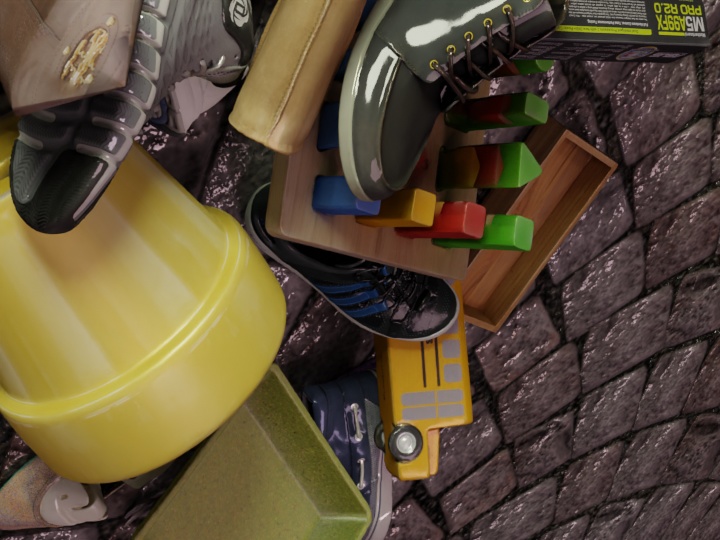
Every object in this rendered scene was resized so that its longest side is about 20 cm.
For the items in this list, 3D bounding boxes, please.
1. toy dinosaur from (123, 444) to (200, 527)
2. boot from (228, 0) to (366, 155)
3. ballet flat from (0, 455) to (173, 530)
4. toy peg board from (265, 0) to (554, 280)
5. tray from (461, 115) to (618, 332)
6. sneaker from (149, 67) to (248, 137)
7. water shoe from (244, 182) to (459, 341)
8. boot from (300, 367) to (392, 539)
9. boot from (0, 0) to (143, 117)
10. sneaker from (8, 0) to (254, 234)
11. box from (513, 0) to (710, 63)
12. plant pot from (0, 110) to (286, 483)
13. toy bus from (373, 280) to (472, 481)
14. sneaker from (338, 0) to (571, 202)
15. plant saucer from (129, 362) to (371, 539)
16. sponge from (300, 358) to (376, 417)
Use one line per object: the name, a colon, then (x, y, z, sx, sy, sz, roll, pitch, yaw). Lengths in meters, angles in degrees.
toy dinosaur: (-0.146, 0.211, 1.031, 0.200, 0.104, 0.184, -38, 144, -64)
boot: (-0.019, -0.183, 0.705, 0.065, 0.175, 0.202, 24, 104, 0)
ballet flat: (-0.208, 0.160, 0.914, 0.199, 0.067, 0.068, -36, 138, -8)
toy peg board: (0.049, -0.106, 0.804, 0.198, 0.097, 0.203, 13, 82, -45)
tray: (0.148, -0.041, 1.058, 0.098, 0.037, 0.201, 21, 108, -46)
sneaker: (-0.119, -0.186, 0.707, 0.087, 0.074, 0.202, -39, 145, -32)
water shoe: (0.000, 0.000, 0.877, 0.199, 0.079, 0.072, 29, 82, -19)
boot: (-0.020, 0.182, 1.047, 0.089, 0.073, 0.202, -8, 119, -24)
boot: (-0.197, -0.116, 0.586, 0.064, 0.200, 0.187, 26, 106, -47)
sneaker: (-0.112, -0.104, 0.634, 0.115, 0.074, 0.202, 23, 91, -60)
box: (0.166, -0.237, 0.827, 0.198, 0.044, 0.163, -7, 86, -35)
plant pot: (-0.175, 0.000, 0.722, 0.200, 0.201, 0.190, -37, 124, -7)
toy bus: (0.049, 0.073, 0.967, 0.077, 0.065, 0.203, -5, 88, -12)
sneaker: (0.060, -0.133, 0.700, 0.075, 0.105, 0.202, 40, 65, -59)
plant saucer: (-0.095, 0.213, 0.933, 0.200, 0.047, 0.201, -53, 127, -35)
sponge: (-0.006, 0.146, 1.094, 0.198, 0.030, 0.112, -25, 135, -21)
